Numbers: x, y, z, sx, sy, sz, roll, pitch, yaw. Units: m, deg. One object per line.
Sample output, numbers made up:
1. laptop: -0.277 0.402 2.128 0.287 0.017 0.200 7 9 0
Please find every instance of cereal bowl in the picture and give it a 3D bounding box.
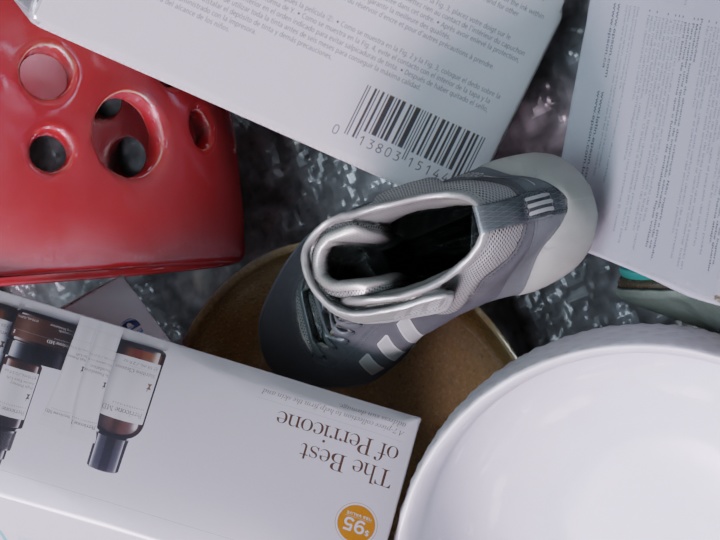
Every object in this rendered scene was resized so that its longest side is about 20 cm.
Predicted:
1. cereal bowl: 0.115 0.112 1.103 0.200 0.083 0.200 2 104 7

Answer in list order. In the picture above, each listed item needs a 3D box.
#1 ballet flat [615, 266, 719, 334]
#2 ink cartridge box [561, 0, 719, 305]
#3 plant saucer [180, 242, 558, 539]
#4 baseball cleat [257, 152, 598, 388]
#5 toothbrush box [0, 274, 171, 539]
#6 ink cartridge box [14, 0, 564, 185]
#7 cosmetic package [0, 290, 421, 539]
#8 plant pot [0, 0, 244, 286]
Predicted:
1. ballet flat: 0.189 0.004 1.066 0.200 0.067 0.064 -16 101 35
2. ink cartridge box: 0.137 -0.090 1.012 0.200 0.041 0.200 -150 69 -70
3. plant saucer: 0.005 0.083 1.214 0.200 0.035 0.200 7 102 32
4. baseball cleat: 0.000 0.000 1.097 0.200 0.106 0.070 -31 73 47
5. toothbrush box: -0.087 0.125 1.175 0.200 0.085 0.146 54 155 13
6. ink cartridge box: -0.008 -0.140 1.101 0.176 0.200 0.045 -63 23 9
7. cosmetic package: -0.084 0.071 1.087 0.200 0.051 0.083 16 69 -1
8. plant pot: -0.152 -0.083 1.194 0.200 0.200 0.183 -5 87 33
